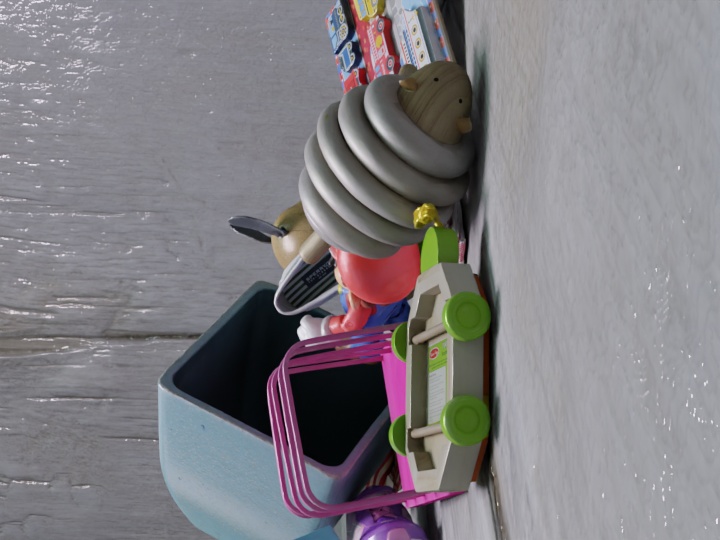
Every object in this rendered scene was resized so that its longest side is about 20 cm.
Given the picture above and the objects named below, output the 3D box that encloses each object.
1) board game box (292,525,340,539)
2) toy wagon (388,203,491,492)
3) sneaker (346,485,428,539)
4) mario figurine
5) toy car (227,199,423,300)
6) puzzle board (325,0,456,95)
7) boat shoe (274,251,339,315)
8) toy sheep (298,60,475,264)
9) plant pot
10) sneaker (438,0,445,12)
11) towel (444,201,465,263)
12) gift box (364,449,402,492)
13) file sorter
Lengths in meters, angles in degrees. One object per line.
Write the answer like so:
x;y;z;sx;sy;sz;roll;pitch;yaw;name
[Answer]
-0.002;0.344;1.306;0.200;0.047;0.152;50;147;42;board game box
0.058;0.053;1.073;0.155;0.039;0.203;144;129;-74;toy wagon
0.018;0.238;1.396;0.200;0.079;0.090;101;160;-76;sneaker
0.000;0.000;1.333;0.201;0.105;0.125;89;-174;-64;mario figurine
-0.033;-0.050;1.529;0.164;0.197;0.160;121;150;-84;toy car
0.022;-0.187;1.315;0.151;0.017;0.202;-49;46;46;puzzle board
-0.003;-0.024;1.407;0.200;0.073;0.067;-48;3;24;boat shoe
0.017;-0.077;1.157;0.201;0.137;0.138;-54;21;29;toy sheep
-0.077;0.170;1.477;0.196;0.195;0.201;-47;-22;-49;plant pot
0.042;-0.193;1.421;0.200;0.074;0.116;154;108;-79;sneaker
0.061;0.014;1.279;0.147;0.030;0.202;-91;4;-57;towel
-0.043;0.166;1.652;0.200;0.184;0.187;8;-96;-74;gift box
-0.005;0.126;1.235;0.200;0.124;0.141;124;137;-76;file sorter
